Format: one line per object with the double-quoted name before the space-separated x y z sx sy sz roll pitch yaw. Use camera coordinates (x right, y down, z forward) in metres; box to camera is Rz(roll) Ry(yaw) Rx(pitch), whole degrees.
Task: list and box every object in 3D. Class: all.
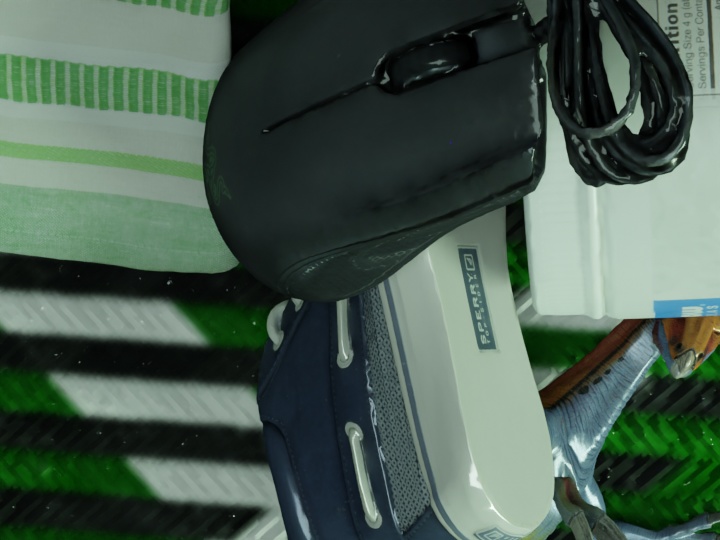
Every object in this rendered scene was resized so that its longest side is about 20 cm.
"supplement tub" 0.151 -0.052 0.867 0.199 0.132 0.133 -3 104 6
"toy dinosaur" 0.048 0.073 0.933 0.199 0.105 0.182 22 87 10
"computer mouse" 0.006 -0.057 0.824 0.200 0.053 0.139 -35 64 44
"towel" -0.116 -0.073 0.884 0.152 0.023 0.201 6 139 3
"boot" 0.000 0.000 0.911 0.090 0.073 0.201 -18 73 33
